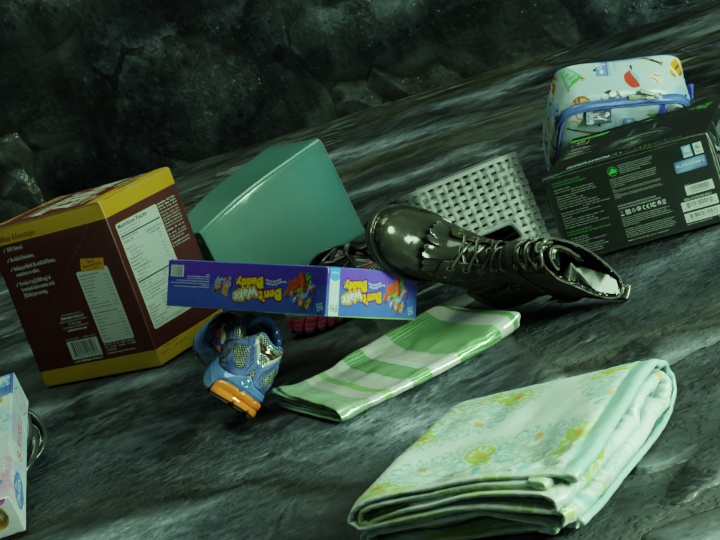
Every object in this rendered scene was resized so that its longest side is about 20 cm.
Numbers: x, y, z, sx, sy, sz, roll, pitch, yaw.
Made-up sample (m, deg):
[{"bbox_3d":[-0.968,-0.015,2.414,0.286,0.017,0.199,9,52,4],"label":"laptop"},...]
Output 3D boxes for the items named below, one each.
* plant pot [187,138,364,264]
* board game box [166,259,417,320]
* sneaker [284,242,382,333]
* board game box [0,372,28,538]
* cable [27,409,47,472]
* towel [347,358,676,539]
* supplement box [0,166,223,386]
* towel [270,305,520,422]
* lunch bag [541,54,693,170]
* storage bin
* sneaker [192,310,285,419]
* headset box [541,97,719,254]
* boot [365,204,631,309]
[{"bbox_3d":[-0.131,-0.059,2.228,0.200,0.142,0.141,-33,16,-27],"label":"plant pot"},{"bbox_3d":[-0.065,0.018,1.616,0.199,0.045,0.134,2,-1,39],"label":"board game box"},{"bbox_3d":[0.000,0.000,1.857,0.199,0.075,0.080,-26,12,-33],"label":"sneaker"},{"bbox_3d":[-0.399,0.190,1.544,0.199,0.041,0.200,-19,31,0],"label":"board game box"},{"bbox_3d":[-0.397,0.183,1.661,0.162,0.051,0.200,0,30,31],"label":"cable"},{"bbox_3d":[0.104,0.121,1.143,0.170,0.048,0.200,-12,13,33],"label":"towel"},{"bbox_3d":[-0.299,0.008,2.015,0.196,0.201,0.133,-12,13,36],"label":"supplement box"},{"bbox_3d":[0.032,0.080,1.541,0.199,0.024,0.152,-25,12,-23],"label":"towel"},{"bbox_3d":[0.287,-0.165,1.909,0.159,0.076,0.200,-4,-23,-2],"label":"lunch bag"},{"bbox_3d":[0.094,-0.041,1.727,0.135,0.094,0.200,-22,-2,-11],"label":"storage bin"},{"bbox_3d":[-0.105,0.075,1.621,0.079,0.075,0.200,-51,19,5],"label":"sneaker"},{"bbox_3d":[0.295,-0.097,1.754,0.173,0.093,0.200,-15,11,21],"label":"headset box"},{"bbox_3d":[0.122,-0.015,1.526,0.199,0.070,0.174,20,-11,-25],"label":"boot"}]
